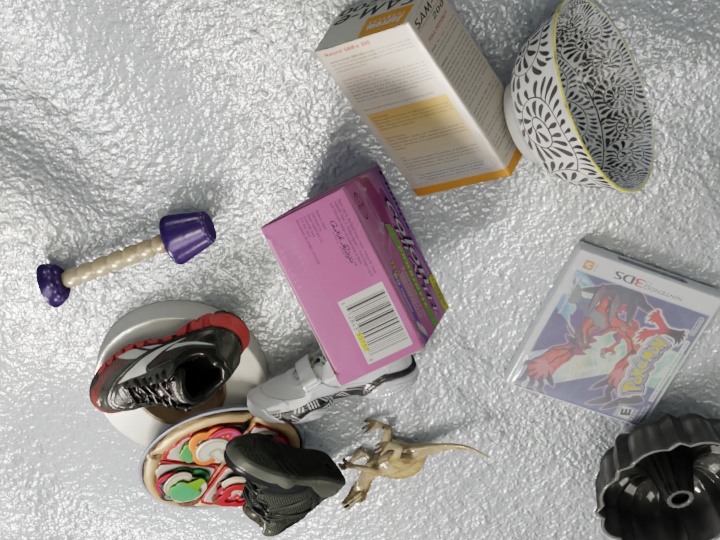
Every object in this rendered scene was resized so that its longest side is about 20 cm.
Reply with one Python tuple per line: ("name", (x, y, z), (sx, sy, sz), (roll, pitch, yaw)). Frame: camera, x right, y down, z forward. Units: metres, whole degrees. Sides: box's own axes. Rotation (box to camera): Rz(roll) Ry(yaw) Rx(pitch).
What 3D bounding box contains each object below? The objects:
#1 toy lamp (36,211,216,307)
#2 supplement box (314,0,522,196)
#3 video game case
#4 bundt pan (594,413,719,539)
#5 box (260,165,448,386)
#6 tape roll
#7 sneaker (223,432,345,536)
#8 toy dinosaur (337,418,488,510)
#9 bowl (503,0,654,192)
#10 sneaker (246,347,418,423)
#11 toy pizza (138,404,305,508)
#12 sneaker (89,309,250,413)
("toy lamp", (-0.252, -0.014, 1.659), (0.200, 0.058, 0.058), (-20, 121, 14))
("supplement box", (0.065, -0.178, 1.519), (0.126, 0.074, 0.200), (-10, 128, 41))
("video game case", (0.288, 0.077, 1.742), (0.182, 0.023, 0.200), (19, 121, -12))
("bundt pan", (0.371, 0.243, 1.807), (0.202, 0.076, 0.202), (-4, 133, -4))
("box", (0.000, 0.000, 1.552), (0.097, 0.200, 0.176), (-25, 94, 13))
("tape roll", (-0.208, 0.127, 1.761), (0.203, 0.037, 0.203), (-1, 122, -1))
("sneaker", (-0.108, 0.251, 1.747), (0.114, 0.076, 0.199), (-46, 150, 10))
("toy dinosaur", (0.046, 0.220, 1.824), (0.200, 0.058, 0.101), (-27, 134, 25))
("bowl", (0.203, -0.162, 1.506), (0.094, 0.201, 0.201), (-17, 124, 33))
("sneaker", (-0.037, 0.097, 1.714), (0.200, 0.075, 0.115), (-14, 120, -8))
("toy pizza", (-0.160, 0.229, 1.790), (0.200, 0.032, 0.200), (-11, 140, -9))
("sneaker", (-0.216, 0.117, 1.676), (0.200, 0.098, 0.071), (-23, 121, 15))
